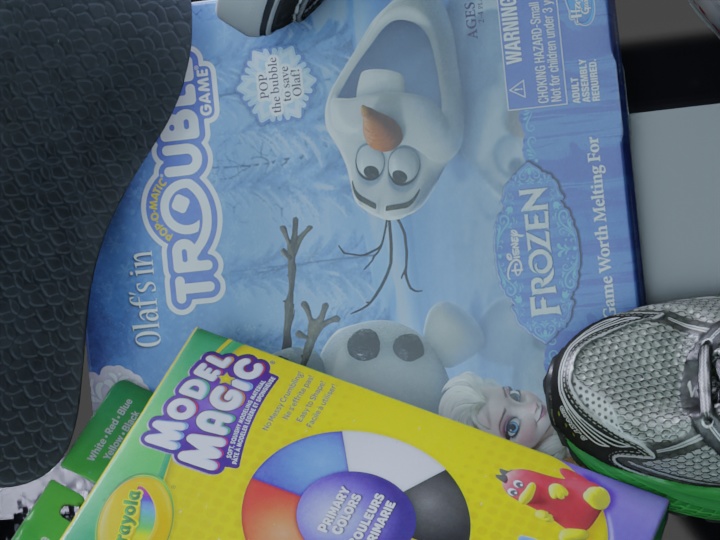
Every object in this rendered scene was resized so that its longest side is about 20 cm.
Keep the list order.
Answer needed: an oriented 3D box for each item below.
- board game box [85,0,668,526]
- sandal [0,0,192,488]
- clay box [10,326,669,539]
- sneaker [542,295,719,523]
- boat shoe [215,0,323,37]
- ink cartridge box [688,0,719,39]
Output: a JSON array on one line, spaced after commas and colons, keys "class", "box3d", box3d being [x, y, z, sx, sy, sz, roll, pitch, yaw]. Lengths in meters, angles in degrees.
[{"class": "board game box", "box3d": [0.000, 0.000, 0.945, 0.198, 0.043, 0.202, -6, 90, 10]}, {"class": "sandal", "box3d": [-0.114, -0.028, 0.911, 0.076, 0.043, 0.201, 19, 86, -23]}, {"class": "clay box", "box3d": [-0.013, 0.092, 0.866, 0.199, 0.115, 0.048, 20, 137, 12]}, {"class": "sneaker", "box3d": [0.157, 0.032, 0.860, 0.198, 0.085, 0.079, -2, 67, 10]}, {"class": "boat shoe", "box3d": [0.032, -0.149, 0.912, 0.068, 0.072, 0.200, 38, 77, 5]}, {"class": "ink cartridge box", "box3d": [0.172, -0.077, 0.839, 0.084, 0.200, 0.146, -40, 86, 5]}]
